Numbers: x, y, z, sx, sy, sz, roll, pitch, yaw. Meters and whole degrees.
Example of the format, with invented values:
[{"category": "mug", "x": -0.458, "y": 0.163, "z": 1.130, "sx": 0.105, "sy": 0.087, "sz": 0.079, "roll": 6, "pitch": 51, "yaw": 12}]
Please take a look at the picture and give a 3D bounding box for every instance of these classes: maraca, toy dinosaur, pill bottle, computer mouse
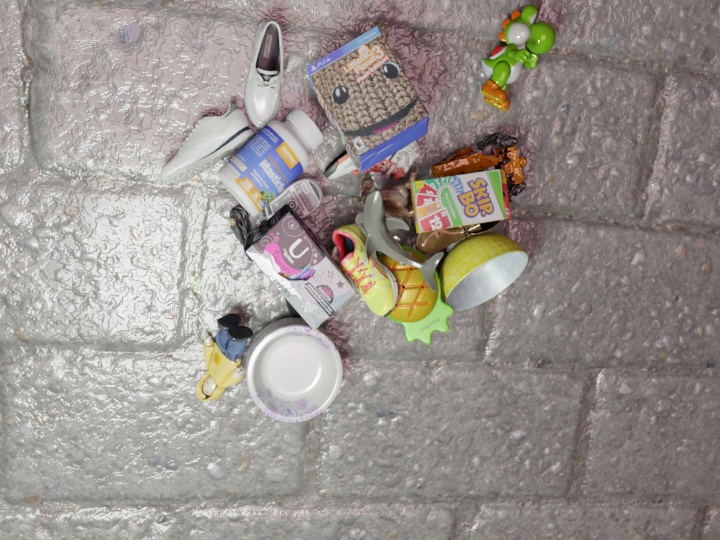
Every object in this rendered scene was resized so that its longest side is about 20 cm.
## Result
[{"category": "maraca", "x": 0.101, "y": 0.048, "z": 1.450, "sx": 0.136, "sy": 0.107, "sz": 0.202, "roll": -34, "pitch": 87, "yaw": 10}, {"category": "toy dinosaur", "x": 0.059, "y": -0.141, "z": 1.458, "sx": 0.132, "sy": 0.200, "sz": 0.088, "roll": -4, "pitch": 72, "yaw": 10}, {"category": "pill bottle", "x": -0.167, "y": -0.211, "z": 1.392, "sx": 0.200, "sy": 0.112, "sz": 0.112, "roll": -44, "pitch": 107, "yaw": -7}, {"category": "computer mouse", "x": -0.162, "y": -0.113, "z": 1.458, "sx": 0.197, "sy": 0.044, "sz": 0.111, "roll": -30, "pitch": 102, "yaw": 2}]

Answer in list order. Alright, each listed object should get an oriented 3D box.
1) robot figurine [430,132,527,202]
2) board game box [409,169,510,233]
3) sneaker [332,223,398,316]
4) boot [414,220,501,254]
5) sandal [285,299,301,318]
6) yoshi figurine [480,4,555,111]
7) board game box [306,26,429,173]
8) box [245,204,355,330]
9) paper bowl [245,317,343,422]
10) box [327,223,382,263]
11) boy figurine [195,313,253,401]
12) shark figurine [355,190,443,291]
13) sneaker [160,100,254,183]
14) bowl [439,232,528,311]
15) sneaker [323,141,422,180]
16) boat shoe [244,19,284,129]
[{"category": "robot figurine", "x": 0.249, "y": -0.200, "z": 1.514, "sx": 0.195, "sy": 0.058, "sz": 0.148, "roll": -18, "pitch": 106, "yaw": -7}, {"category": "board game box", "x": 0.196, "y": -0.134, "z": 1.402, "sx": 0.195, "sy": 0.030, "sz": 0.098, "roll": -10, "pitch": 93, "yaw": -14}, {"category": "sneaker", "x": 0.000, "y": 0.000, "z": 1.394, "sx": 0.078, "sy": 0.203, "sz": 0.089, "roll": -42, "pitch": 154, "yaw": 31}, {"category": "boot", "x": 0.199, "y": -0.090, "z": 1.453, "sx": 0.197, "sy": 0.075, "sz": 0.075, "roll": -31, "pitch": 119, "yaw": -8}, {"category": "sandal", "x": -0.124, "y": 0.022, "z": 1.491, "sx": 0.073, "sy": 0.048, "sz": 0.205, "roll": -14, "pitch": 105, "yaw": -8}, {"category": "yoshi figurine", "x": 0.323, "y": -0.422, "z": 1.461, "sx": 0.110, "sy": 0.112, "sz": 0.204, "roll": 22, "pitch": 95, "yaw": -31}, {"category": "board game box", "x": 0.015, "y": -0.319, "z": 1.377, "sx": 0.157, "sy": 0.097, "sz": 0.203, "roll": -30, "pitch": 80, "yaw": -3}, {"category": "box", "x": -0.114, "y": -0.010, "z": 1.395, "sx": 0.114, "sy": 0.132, "sz": 0.201, "roll": -41, "pitch": 104, "yaw": 1}, {"category": "paper bowl", "x": -0.138, "y": 0.196, "z": 1.498, "sx": 0.195, "sy": 0.104, "sz": 0.206, "roll": -2, "pitch": 103, "yaw": -10}, {"category": "box", "x": 0.033, "y": -0.018, "z": 1.514, "sx": 0.197, "sy": 0.050, "sz": 0.077, "roll": 26, "pitch": 96, "yaw": -16}, {"category": "boy figurine", "x": -0.281, "y": 0.180, "z": 1.469, "sx": 0.124, "sy": 0.064, "sz": 0.202, "roll": 44, "pitch": 124, "yaw": 23}, {"category": "shark figurine", "x": 0.051, "y": -0.041, "z": 1.369, "sx": 0.215, "sy": 0.127, "sz": 0.090, "roll": 47, "pitch": 54, "yaw": -21}, {"category": "sneaker", "x": -0.301, "y": -0.239, "z": 1.392, "sx": 0.198, "sy": 0.076, "sz": 0.082, "roll": -33, "pitch": 96, "yaw": -7}, {"category": "bowl", "x": 0.237, "y": -0.018, "z": 1.515, "sx": 0.197, "sy": 0.201, "sz": 0.109, "roll": -26, "pitch": 63, "yaw": -5}, {"category": "sneaker", "x": 0.030, "y": -0.214, "z": 1.460, "sx": 0.200, "sy": 0.067, "sz": 0.109, "roll": -37, "pitch": 105, "yaw": -4}, {"category": "boat shoe", "x": -0.182, "y": -0.369, "z": 1.382, "sx": 0.072, "sy": 0.065, "sz": 0.206, "roll": 1, "pitch": 103, "yaw": -12}]
